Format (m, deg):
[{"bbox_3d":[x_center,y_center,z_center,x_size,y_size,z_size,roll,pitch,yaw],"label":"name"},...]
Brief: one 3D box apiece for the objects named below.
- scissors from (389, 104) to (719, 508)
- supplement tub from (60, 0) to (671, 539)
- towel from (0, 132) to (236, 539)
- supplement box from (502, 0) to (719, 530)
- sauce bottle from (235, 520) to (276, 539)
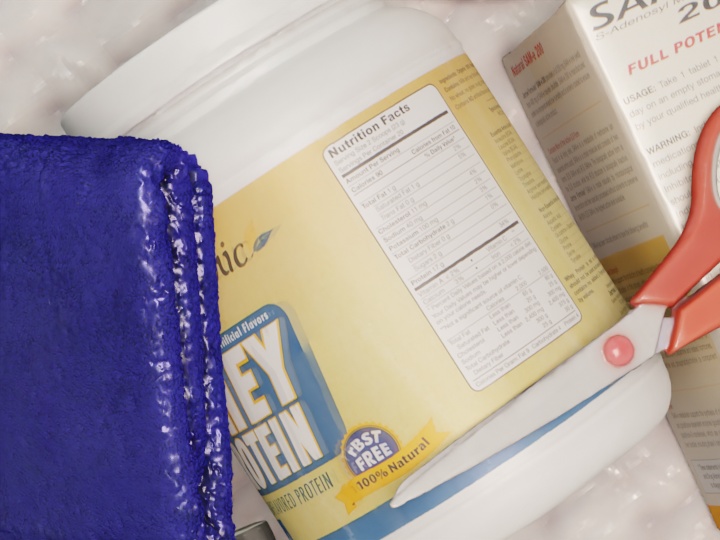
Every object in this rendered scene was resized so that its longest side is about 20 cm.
[{"bbox_3d":[0.097,0.024,0.920,0.073,0.014,0.200,43,73,-5],"label":"scissors"},{"bbox_3d":[0.000,0.000,0.982,0.144,0.145,0.200,-33,90,-8],"label":"supplement tub"},{"bbox_3d":[-0.127,0.021,0.953,0.199,0.049,0.148,5,108,35],"label":"towel"},{"bbox_3d":[0.132,-0.011,1.008,0.073,0.126,0.201,-25,90,-9],"label":"supplement box"},{"bbox_3d":[-0.013,0.185,0.970,0.066,0.066,0.201,-24,85,-8],"label":"sauce bottle"}]
